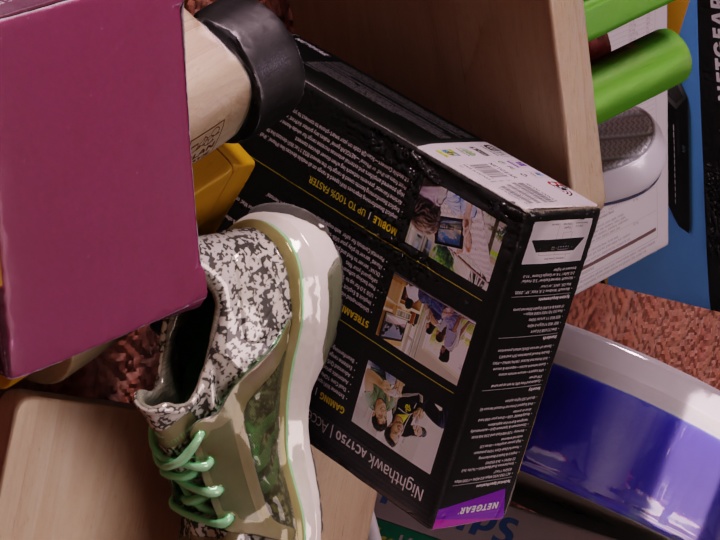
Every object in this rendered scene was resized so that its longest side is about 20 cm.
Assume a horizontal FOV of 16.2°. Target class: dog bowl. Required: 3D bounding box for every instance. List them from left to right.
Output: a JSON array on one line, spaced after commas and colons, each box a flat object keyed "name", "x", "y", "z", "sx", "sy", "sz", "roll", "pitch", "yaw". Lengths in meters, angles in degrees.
[{"name": "dog bowl", "x": 0.130, "y": 0.094, "z": 1.341, "sx": 0.200, "sy": 0.200, "sz": 0.079, "roll": 35, "pitch": 77, "yaw": -50}]

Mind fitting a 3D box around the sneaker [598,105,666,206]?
[{"name": "sneaker", "x": 0.060, "y": -0.035, "z": 1.223, "sx": 0.071, "sy": 0.199, "sz": 0.073, "roll": 58, "pitch": 38, "yaw": -37}]

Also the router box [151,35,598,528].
[{"name": "router box", "x": 0.000, "y": 0.000, "z": 1.120, "sx": 0.051, "sy": 0.200, "sz": 0.150, "roll": -4, "pitch": 118, "yaw": -45}]

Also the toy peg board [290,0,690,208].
[{"name": "toy peg board", "x": 0.057, "y": -0.153, "z": 1.148, "sx": 0.098, "sy": 0.199, "sz": 0.201, "roll": -26, "pitch": 122, "yaw": -29}]

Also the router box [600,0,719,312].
[{"name": "router box", "x": 0.161, "y": -0.082, "z": 1.364, "sx": 0.051, "sy": 0.149, "sz": 0.201, "roll": -35, "pitch": 126, "yaw": -40}]

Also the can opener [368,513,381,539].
[{"name": "can opener", "x": -0.030, "y": 0.096, "z": 1.264, "sx": 0.067, "sy": 0.053, "sz": 0.201, "roll": -41, "pitch": 130, "yaw": -36}]

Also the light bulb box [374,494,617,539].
[{"name": "light bulb box", "x": 0.075, "y": 0.234, "z": 1.321, "sx": 0.125, "sy": 0.198, "sz": 0.201, "roll": 42, "pitch": 68, "yaw": -49}]

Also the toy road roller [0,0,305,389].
[{"name": "toy road roller", "x": -0.128, "y": -0.063, "z": 1.064, "sx": 0.123, "sy": 0.146, "sz": 0.200, "roll": -35, "pitch": 164, "yaw": -39}]

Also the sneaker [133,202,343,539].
[{"name": "sneaker", "x": -0.067, "y": 0.070, "z": 1.071, "sx": 0.088, "sy": 0.077, "sz": 0.201, "roll": 1, "pitch": 94, "yaw": -47}]

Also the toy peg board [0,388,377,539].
[{"name": "toy peg board", "x": -0.113, "y": 0.157, "z": 1.170, "sx": 0.198, "sy": 0.098, "sz": 0.201, "roll": 10, "pitch": 93, "yaw": -36}]

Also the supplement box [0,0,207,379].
[{"name": "supplement box", "x": -0.163, "y": -0.053, "z": 0.934, "sx": 0.103, "sy": 0.199, "sz": 0.132, "roll": -23, "pitch": 118, "yaw": -45}]

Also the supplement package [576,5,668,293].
[{"name": "supplement package", "x": 0.083, "y": -0.100, "z": 1.294, "sx": 0.114, "sy": 0.109, "sz": 0.201, "roll": -25, "pitch": 120, "yaw": -44}]
